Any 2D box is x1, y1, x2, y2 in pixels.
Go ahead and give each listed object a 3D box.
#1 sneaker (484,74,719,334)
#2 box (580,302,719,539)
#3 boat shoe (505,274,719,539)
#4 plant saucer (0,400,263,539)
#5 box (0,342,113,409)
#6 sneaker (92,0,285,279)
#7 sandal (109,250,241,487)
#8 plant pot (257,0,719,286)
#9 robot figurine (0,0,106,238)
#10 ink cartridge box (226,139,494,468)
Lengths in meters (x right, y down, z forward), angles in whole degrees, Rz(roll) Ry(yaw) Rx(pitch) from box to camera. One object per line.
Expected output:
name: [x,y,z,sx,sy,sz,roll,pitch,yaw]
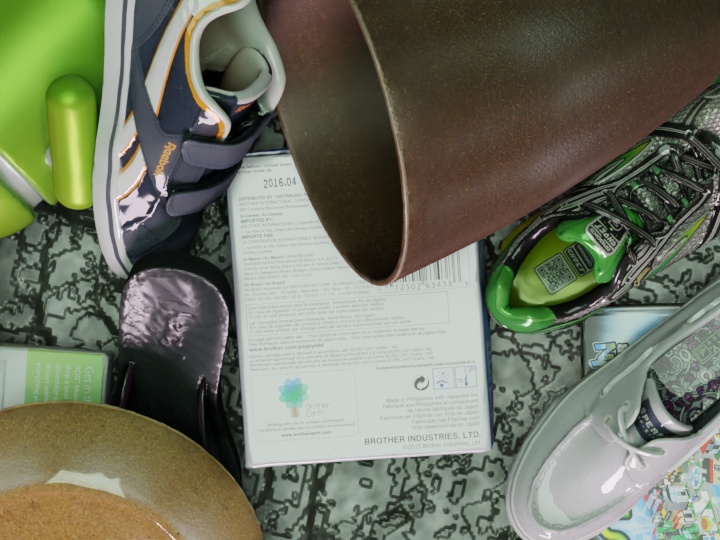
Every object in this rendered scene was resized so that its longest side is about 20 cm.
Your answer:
sneaker: [0.148,-0.028,1.461,0.200,0.085,0.078,-41,91,15]
box: [0.175,0.118,1.538,0.109,0.035,0.201,-1,92,3]
boat shoe: [0.157,0.074,1.485,0.200,0.069,0.072,-37,90,4]
plant saucer: [-0.151,0.161,1.503,0.199,0.035,0.201,2,122,4]
box: [-0.239,0.109,1.556,0.199,0.036,0.145,5,93,3]
sneaker: [-0.087,-0.072,1.438,0.079,0.078,0.201,18,127,20]
sandal: [-0.104,0.081,1.496,0.075,0.048,0.201,5,128,7]
plant pot: [0.074,-0.111,1.414,0.199,0.187,0.188,-18,92,-16]
robot figurine: [-0.181,-0.100,1.496,0.200,0.116,0.175,-47,52,-5]
ink cartridge box: [0.000,0.000,1.520,0.136,0.076,0.201,-4,93,1]
